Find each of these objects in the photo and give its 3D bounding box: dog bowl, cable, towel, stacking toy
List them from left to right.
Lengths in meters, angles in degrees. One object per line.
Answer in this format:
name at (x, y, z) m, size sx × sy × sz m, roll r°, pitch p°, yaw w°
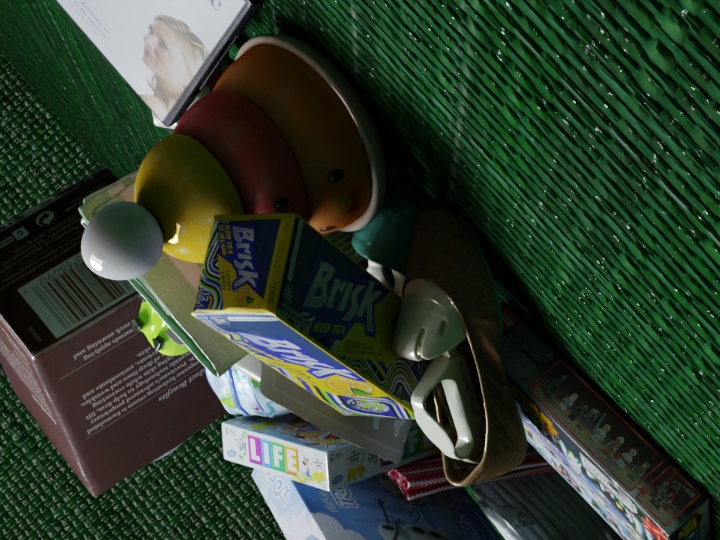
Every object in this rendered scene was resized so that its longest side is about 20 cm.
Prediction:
stacking toy at (-0.096, -0.050, 1.151) m, size 0.146 × 0.200 × 0.146 m, roll 38°, pitch 148°, yaw 30°
towel at (-0.079, -0.038, 1.245) m, size 0.153 × 0.200 × 0.023 m, roll 48°, pitch 147°, yaw 5°
dog bowl at (-0.044, 0.070, 1.324) m, size 0.200 × 0.059 × 0.200 m, roll 29°, pitch 178°, yaw 1°
towel at (0.073, 0.152, 1.530) m, size 0.200 × 0.144 × 0.023 m, roll -151°, pitch 54°, yaw -69°
cable at (0.176, 0.235, 1.576) m, size 0.200 × 0.069 × 0.200 m, roll 53°, pitch 172°, yaw -30°

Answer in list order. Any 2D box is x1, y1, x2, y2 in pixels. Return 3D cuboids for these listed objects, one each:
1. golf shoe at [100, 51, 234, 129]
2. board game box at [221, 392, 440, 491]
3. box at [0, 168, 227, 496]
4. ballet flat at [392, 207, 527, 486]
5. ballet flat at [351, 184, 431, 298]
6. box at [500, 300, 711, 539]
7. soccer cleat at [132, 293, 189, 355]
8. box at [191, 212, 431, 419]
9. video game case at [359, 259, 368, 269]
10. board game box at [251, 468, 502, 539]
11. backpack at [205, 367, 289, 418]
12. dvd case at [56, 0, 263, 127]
golf shoe at (-0.109, -0.125, 1.351) m, size 0.200 × 0.092 × 0.073 m, roll 46°, pitch 171°, yaw 12°
board game box at (0.002, 0.132, 1.506) m, size 0.134 × 0.200 × 0.034 m, roll 9°, pitch 107°, yaw 46°
box at (-0.233, 0.055, 1.594) m, size 0.164 × 0.166 × 0.200 m, roll 43°, pitch 157°, yaw 39°
ballet flat at (0.058, 0.059, 1.175) m, size 0.068 × 0.072 × 0.200 m, roll 16°, pitch 130°, yaw 44°
ballet flat at (0.036, 0.014, 1.276) m, size 0.067 × 0.070 × 0.200 m, roll 34°, pitch 166°, yaw 32°
box at (0.160, 0.123, 1.235) m, size 0.200 × 0.040 × 0.137 m, roll 45°, pitch 170°, yaw 27°
soccer cleat at (-0.119, -0.022, 1.367) m, size 0.068 × 0.081 × 0.200 m, roll 42°, pitch 130°, yaw 30°
box at (-0.024, 0.033, 1.146) m, size 0.064 × 0.070 × 0.200 m, roll -1°, pitch 158°, yaw 31°
video game case at (0.000, 0.000, 1.376) m, size 0.200 × 0.018 × 0.143 m, roll 46°, pitch -163°, yaw 0°
board game box at (0.029, 0.223, 1.503) m, size 0.199 × 0.043 × 0.200 m, roll 14°, pitch -162°, yaw -27°
backpack at (-0.074, 0.028, 1.503) m, size 0.163 × 0.154 × 0.200 m, roll 75°, pitch 168°, yaw -58°
dvd case at (-0.147, -0.194, 1.233) m, size 0.143 × 0.018 × 0.200 m, roll 49°, pitch 149°, yaw 1°
